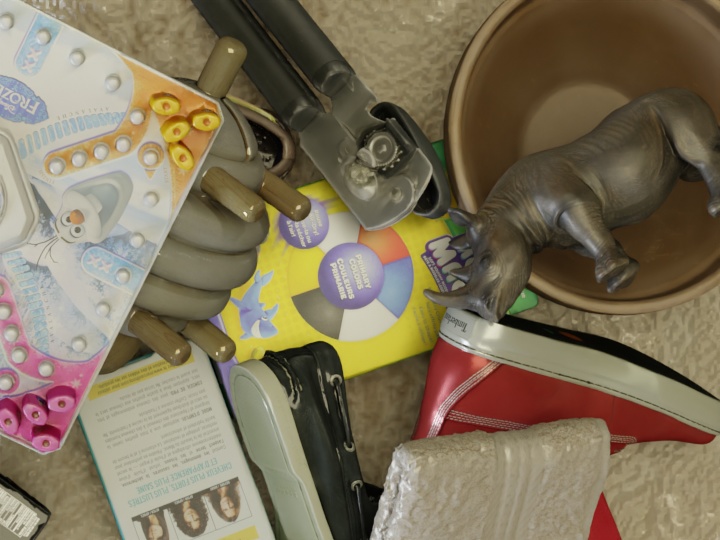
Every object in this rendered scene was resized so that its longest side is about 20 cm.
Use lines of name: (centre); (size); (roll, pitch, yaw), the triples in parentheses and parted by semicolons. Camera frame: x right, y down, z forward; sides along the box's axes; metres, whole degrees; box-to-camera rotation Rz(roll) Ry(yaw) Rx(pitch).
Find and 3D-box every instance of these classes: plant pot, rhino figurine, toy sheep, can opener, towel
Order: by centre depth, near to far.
toy sheep: (-0.106, -0.033, 1.208); (0.137, 0.138, 0.201); (29, 103, -5)
rhino figurine: (0.121, -0.032, 1.230); (0.199, 0.060, 0.088); (-28, 71, -8)
towel: (0.058, 0.170, 1.245); (0.132, 0.035, 0.201); (-6, 126, -28)
can opener: (-0.021, -0.102, 1.290); (0.053, 0.067, 0.200); (-45, 64, 16)
plant pot: (0.141, -0.072, 1.313); (0.199, 0.093, 0.202); (1, 85, -8)

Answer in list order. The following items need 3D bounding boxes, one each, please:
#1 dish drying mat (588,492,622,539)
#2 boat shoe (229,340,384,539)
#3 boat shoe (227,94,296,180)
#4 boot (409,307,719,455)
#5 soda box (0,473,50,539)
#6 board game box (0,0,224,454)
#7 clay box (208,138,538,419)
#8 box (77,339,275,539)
dish drying mat: (0.109, 0.146, 1.332); (0.076, 0.018, 0.201); (-22, 88, -12)
boat shoe: (-0.014, 0.129, 1.273); (0.066, 0.074, 0.201); (-27, 109, -25)
boat shoe: (-0.134, -0.083, 1.289); (0.199, 0.060, 0.072); (13, 85, -7)
boot: (0.111, 0.108, 1.299); (0.199, 0.072, 0.145); (15, 98, -29)
soda box: (-0.253, 0.198, 1.246); (0.063, 0.071, 0.200); (36, 82, -3)
board game box: (-0.196, -0.035, 1.118); (0.199, 0.026, 0.201); (26, 94, -12)
clay box: (0.000, 0.000, 1.310); (0.199, 0.048, 0.116); (-19, 89, -8)
box: (-0.095, 0.145, 1.285); (0.082, 0.049, 0.201); (-20, 89, -8)
